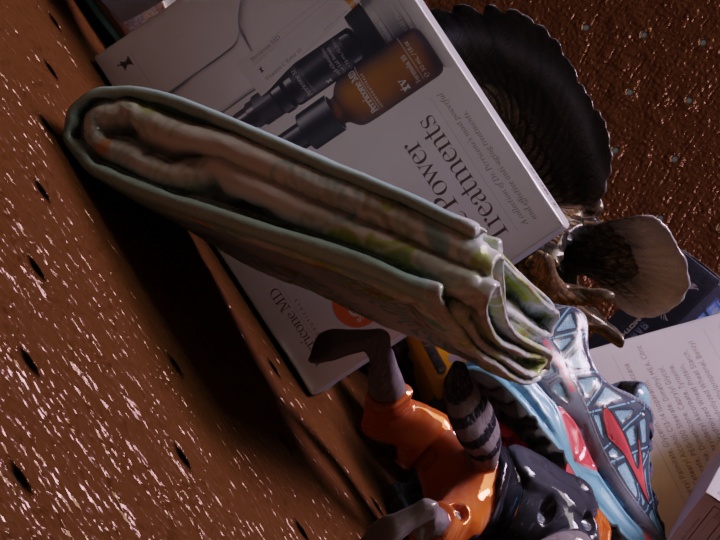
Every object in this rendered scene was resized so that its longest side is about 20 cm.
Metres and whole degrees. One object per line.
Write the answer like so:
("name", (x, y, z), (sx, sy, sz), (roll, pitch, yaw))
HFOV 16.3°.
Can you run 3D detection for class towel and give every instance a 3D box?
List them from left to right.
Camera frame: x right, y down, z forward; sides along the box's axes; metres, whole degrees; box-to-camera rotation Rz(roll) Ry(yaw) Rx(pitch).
("towel", (-0.016, -0.013, 1.084), (0.199, 0.048, 0.171), (24, -6, 19))

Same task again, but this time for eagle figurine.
("eagle figurine", (0.083, -0.040, 1.442), (0.151, 0.151, 0.200), (44, 20, -38))

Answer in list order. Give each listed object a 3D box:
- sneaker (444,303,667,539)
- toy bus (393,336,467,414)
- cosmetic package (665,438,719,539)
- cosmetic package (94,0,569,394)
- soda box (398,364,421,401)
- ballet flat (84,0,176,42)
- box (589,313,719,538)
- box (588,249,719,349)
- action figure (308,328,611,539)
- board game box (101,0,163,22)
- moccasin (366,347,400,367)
("sneaker", (0.131, 0.101, 1.285), (0.079, 0.096, 0.200), (1, -48, 50))
("toy bus", (0.078, 0.095, 1.366), (0.065, 0.078, 0.201), (-116, -174, -47))
("cosmetic package", (0.226, 0.107, 1.313), (0.082, 0.051, 0.200), (37, 33, 4))
("cosmetic package", (-0.014, -0.063, 1.235), (0.200, 0.150, 0.052), (56, 8, 4))
("soda box", (0.073, 0.061, 1.615), (0.063, 0.071, 0.200), (57, 6, 18))
("ballet flat", (-0.082, -0.108, 1.321), (0.200, 0.067, 0.068), (56, 6, 1))
("box", (0.204, 0.167, 1.475), (0.200, 0.130, 0.200), (83, -10, -46))
("box", (0.185, 0.106, 1.654), (0.051, 0.200, 0.158), (43, -5, 46))
("action figure", (0.069, 0.125, 1.160), (0.193, 0.105, 0.200), (35, 17, -46))
("board game box", (-0.146, -0.262, 1.265), (0.200, 0.041, 0.201), (46, 39, -30))
("moccasin", (0.001, -0.001, 1.372), (0.078, 0.073, 0.201), (58, 6, 13))
